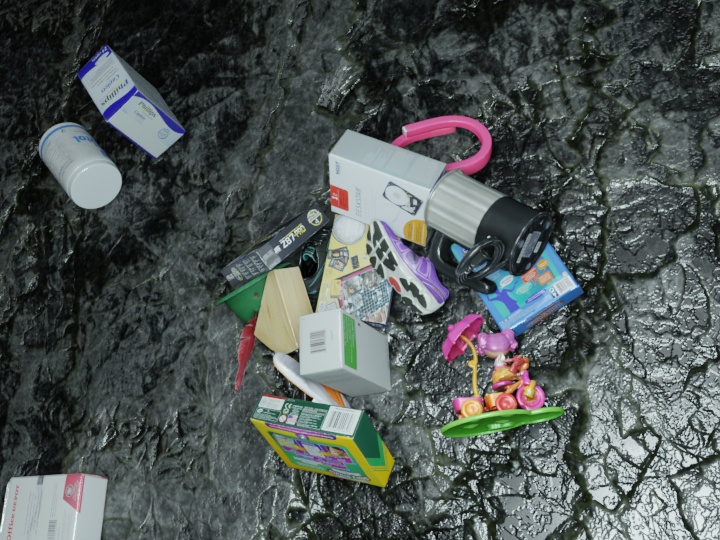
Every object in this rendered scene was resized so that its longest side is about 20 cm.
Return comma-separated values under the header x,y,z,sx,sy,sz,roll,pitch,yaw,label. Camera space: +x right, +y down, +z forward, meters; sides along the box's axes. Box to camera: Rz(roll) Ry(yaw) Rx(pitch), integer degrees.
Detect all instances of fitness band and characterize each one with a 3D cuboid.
x,y,z,sx,sy,sz,roll,pitch,yaw,label
0.150,-0.229,1.501,0.199,0.037,0.144,-15,51,-5,fitness band

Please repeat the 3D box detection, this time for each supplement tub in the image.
x,y,z,sx,sy,sz,roll,pitch,yaw,label
-0.673,-0.254,1.904,0.132,0.132,0.200,-48,58,2,supplement tub

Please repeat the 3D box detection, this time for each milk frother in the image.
x,y,z,sx,sy,sz,roll,pitch,yaw,label
0.180,-0.068,1.309,0.188,0.200,0.181,31,90,32,milk frother

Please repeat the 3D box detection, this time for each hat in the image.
x,y,z,sx,sy,sz,roll,pitch,yaw,label
-0.178,0.103,1.559,0.200,0.166,0.176,-28,91,40,hat

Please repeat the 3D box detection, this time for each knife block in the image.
x,y,z,sx,sy,sz,roll,pitch,yaw,label
-0.114,0.116,1.470,0.175,0.064,0.201,32,117,36,knife block

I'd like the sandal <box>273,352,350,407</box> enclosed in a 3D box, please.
x,y,z,sx,sy,sz,roll,pitch,yaw,label
-0.091,0.221,1.398,0.059,0.207,0.079,-43,23,11,sandal

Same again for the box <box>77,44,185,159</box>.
x,y,z,sx,sy,sz,roll,pitch,yaw,label
-0.536,-0.392,1.858,0.105,0.184,0.200,-41,58,5,box

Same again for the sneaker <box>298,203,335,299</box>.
x,y,z,sx,sy,sz,roll,pitch,yaw,label
-0.072,-0.046,1.551,0.075,0.079,0.201,4,71,28,sneaker

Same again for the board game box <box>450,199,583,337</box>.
x,y,z,sx,sy,sz,roll,pitch,yaw,label
0.268,-0.002,1.382,0.152,0.045,0.200,-34,60,11,board game box

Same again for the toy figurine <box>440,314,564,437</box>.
x,y,z,sx,sy,sz,roll,pitch,yaw,label
0.212,0.159,1.290,0.199,0.150,0.185,-9,68,-1,toy figurine

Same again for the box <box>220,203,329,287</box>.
x,y,z,sx,sy,sz,roll,pitch,yaw,label
-0.166,-0.045,1.516,0.161,0.049,0.200,-43,11,-28,box

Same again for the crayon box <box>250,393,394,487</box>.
x,y,z,sx,sy,sz,roll,pitch,yaw,label
-0.062,0.290,1.353,0.199,0.173,0.058,5,53,28,crayon box

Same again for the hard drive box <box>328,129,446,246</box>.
x,y,z,sx,sy,sz,roll,pitch,yaw,label
0.048,-0.150,1.451,0.199,0.156,0.077,22,56,17,hard drive box

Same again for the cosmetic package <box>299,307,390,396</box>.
x,y,z,sx,sy,sz,roll,pitch,yaw,label
-0.025,0.146,1.378,0.085,0.200,0.108,-13,68,23,cosmetic package

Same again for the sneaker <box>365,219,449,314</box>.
x,y,z,sx,sy,sz,roll,pitch,yaw,label
0.084,-0.009,1.451,0.200,0.083,0.081,54,143,12,sneaker

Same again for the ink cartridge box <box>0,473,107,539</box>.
x,y,z,sx,sy,sz,roll,pitch,yaw,label
-0.624,0.493,1.610,0.199,0.085,0.146,-8,67,22,ink cartridge box

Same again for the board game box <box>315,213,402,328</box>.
x,y,z,sx,sy,sz,roll,pitch,yaw,label
0.000,0.000,1.496,0.135,0.035,0.201,9,73,7,board game box
